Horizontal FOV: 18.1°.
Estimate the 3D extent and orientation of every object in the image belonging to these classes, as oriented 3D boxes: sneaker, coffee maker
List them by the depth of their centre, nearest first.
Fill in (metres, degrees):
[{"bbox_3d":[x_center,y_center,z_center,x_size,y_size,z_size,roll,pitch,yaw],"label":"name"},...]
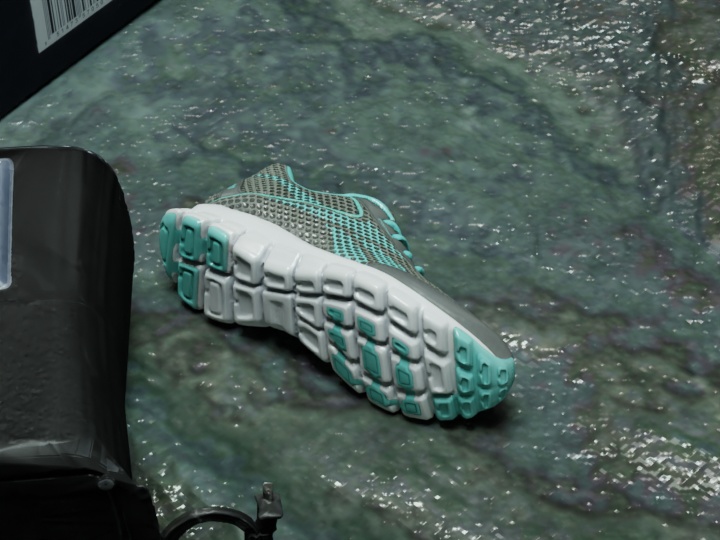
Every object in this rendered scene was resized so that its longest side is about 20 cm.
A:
[{"bbox_3d":[-0.146,0.053,1.038,0.192,0.135,0.200,14,43,-18],"label":"coffee maker"},{"bbox_3d":[0.000,0.000,1.110,0.200,0.078,0.091,28,48,25],"label":"sneaker"}]

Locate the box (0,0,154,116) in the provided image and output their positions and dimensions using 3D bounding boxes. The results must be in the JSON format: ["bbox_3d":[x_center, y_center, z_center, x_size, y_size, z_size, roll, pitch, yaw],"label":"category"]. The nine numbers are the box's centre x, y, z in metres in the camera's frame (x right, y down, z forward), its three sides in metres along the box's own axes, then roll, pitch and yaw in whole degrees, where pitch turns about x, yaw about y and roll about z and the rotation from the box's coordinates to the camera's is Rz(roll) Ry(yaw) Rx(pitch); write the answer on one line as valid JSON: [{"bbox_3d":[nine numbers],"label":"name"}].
[{"bbox_3d":[-0.234,-0.200,1.294,0.200,0.107,0.148,27,52,27],"label":"box"}]
